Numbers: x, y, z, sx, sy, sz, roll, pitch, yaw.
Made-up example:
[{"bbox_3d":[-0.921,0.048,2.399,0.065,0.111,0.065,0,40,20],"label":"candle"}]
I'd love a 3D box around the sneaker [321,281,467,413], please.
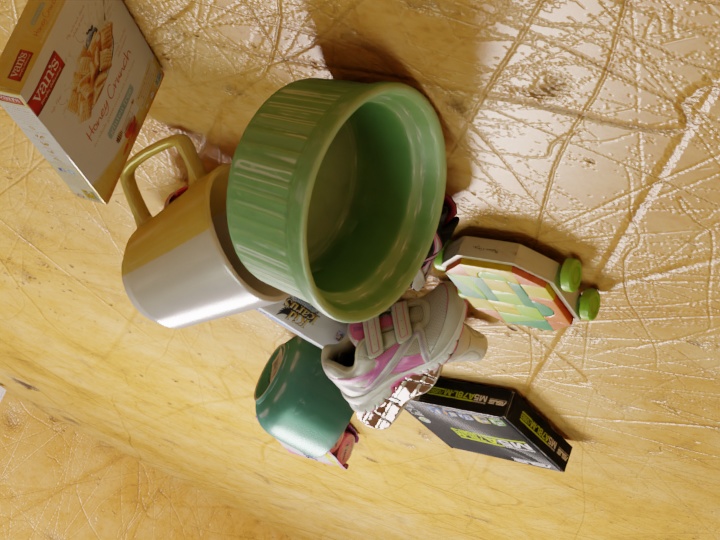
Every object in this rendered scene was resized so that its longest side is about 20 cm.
[{"bbox_3d":[0.034,0.077,1.582,0.200,0.082,0.088,-41,125,21],"label":"sneaker"}]

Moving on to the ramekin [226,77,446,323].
[{"bbox_3d":[-0.022,-0.066,1.193,0.097,0.201,0.200,17,163,34],"label":"ramekin"}]

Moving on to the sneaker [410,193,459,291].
[{"bbox_3d":[0.060,-0.036,1.368,0.081,0.086,0.200,50,-177,1],"label":"sneaker"}]

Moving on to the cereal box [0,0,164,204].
[{"bbox_3d":[-0.239,-0.165,1.225,0.039,0.145,0.200,15,161,17],"label":"cereal box"}]

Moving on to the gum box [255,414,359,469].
[{"bbox_3d":[-0.084,0.263,2.362,0.112,0.067,0.200,15,161,22],"label":"gum box"}]

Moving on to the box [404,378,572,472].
[{"bbox_3d":[0.167,0.210,1.976,0.198,0.048,0.193,8,154,38],"label":"box"}]

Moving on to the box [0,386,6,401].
[{"bbox_3d":[-0.920,0.270,3.225,0.101,0.113,0.200,10,158,34],"label":"box"}]

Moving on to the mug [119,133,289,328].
[{"bbox_3d":[-0.170,-0.029,1.487,0.152,0.188,0.149,-24,155,29],"label":"mug"}]

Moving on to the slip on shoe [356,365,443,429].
[{"bbox_3d":[0.054,0.139,1.879,0.075,0.061,0.201,24,141,-5],"label":"slip on shoe"}]

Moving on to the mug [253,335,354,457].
[{"bbox_3d":[-0.083,0.167,1.962,0.114,0.153,0.185,28,161,-15],"label":"mug"}]

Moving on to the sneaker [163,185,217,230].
[{"bbox_3d":[-0.197,-0.053,1.620,0.200,0.068,0.108,2,150,43],"label":"sneaker"}]

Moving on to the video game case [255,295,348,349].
[{"bbox_3d":[-0.094,0.040,1.704,0.180,0.046,0.200,31,177,-29],"label":"video game case"}]

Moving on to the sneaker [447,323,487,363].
[{"bbox_3d":[0.065,0.080,1.699,0.199,0.076,0.081,10,178,45],"label":"sneaker"}]

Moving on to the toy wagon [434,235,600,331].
[{"bbox_3d":[0.168,0.023,1.465,0.154,0.040,0.200,10,158,31],"label":"toy wagon"}]
